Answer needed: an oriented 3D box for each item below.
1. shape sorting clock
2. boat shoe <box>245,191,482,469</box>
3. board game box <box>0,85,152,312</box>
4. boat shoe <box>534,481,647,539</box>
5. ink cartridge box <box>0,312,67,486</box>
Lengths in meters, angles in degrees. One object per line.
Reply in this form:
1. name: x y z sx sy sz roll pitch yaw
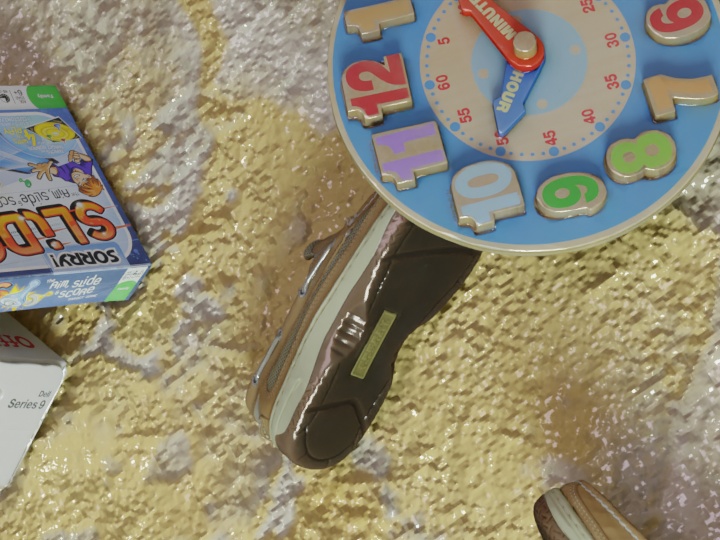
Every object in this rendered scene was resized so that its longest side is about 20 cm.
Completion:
1. shape sorting clock: 0.082 -0.103 1.015 0.198 0.039 0.202 -3 70 7
2. boat shoe: 0.000 0.000 1.071 0.076 0.072 0.201 37 95 44
3. board game box: -0.224 -0.038 1.116 0.034 0.199 0.136 -50 60 37
4. boat shoe: 0.163 0.167 0.949 0.076 0.072 0.200 -39 71 -2
5. ink cartridge box: -0.284 0.033 1.153 0.199 0.145 0.088 33 102 28
